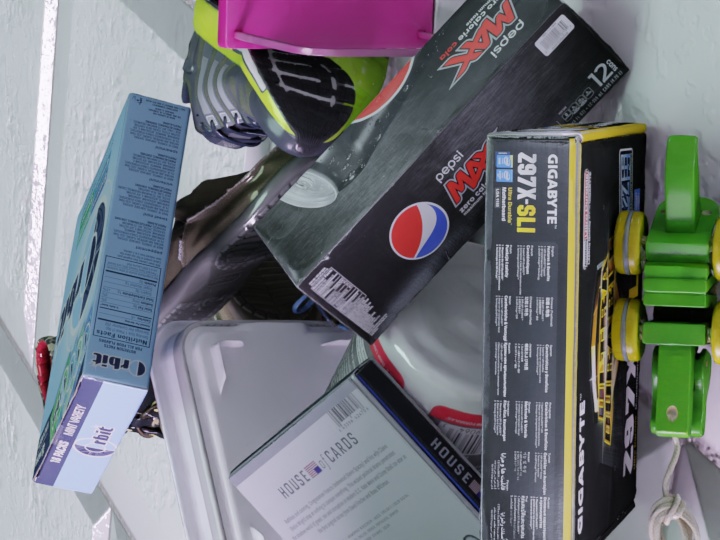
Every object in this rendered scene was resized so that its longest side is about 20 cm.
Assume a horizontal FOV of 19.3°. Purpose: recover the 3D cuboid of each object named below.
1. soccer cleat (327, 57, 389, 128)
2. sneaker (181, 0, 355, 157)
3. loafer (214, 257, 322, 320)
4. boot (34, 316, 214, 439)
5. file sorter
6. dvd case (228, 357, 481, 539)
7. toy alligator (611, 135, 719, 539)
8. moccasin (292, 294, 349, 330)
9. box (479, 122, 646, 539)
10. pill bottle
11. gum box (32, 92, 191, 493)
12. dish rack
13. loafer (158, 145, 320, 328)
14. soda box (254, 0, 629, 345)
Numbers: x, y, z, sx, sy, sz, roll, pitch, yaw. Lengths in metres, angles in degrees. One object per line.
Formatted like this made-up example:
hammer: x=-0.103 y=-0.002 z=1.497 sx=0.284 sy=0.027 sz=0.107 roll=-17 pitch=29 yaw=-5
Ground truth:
soccer cleat: x=-0.049 y=-0.138 z=1.411 sx=0.081 sy=0.067 sz=0.200 roll=-58 pitch=30 yaw=3
sneaker: x=-0.062 y=-0.107 z=1.317 sx=0.081 sy=0.074 sz=0.200 roll=-69 pitch=25 yaw=18
loafer: x=-0.060 y=0.057 z=1.462 sx=0.200 sy=0.075 sz=0.068 roll=61 pitch=139 yaw=44
boot: x=-0.150 y=0.115 z=1.574 sx=0.204 sy=0.153 sz=0.074 roll=-117 pitch=33 yaw=-43
file sorter: x=0.008 y=-0.222 z=1.207 sx=0.125 sy=0.138 sz=0.201 roll=22 pitch=112 yaw=61
dvd case: x=0.031 y=0.155 z=1.164 sx=0.200 sy=0.025 sz=0.150 roll=48 pitch=139 yaw=0
toy alligator: x=0.153 y=0.035 z=1.010 sx=0.054 sy=0.059 sz=0.201 roll=-23 pitch=-66 yaw=-70
moccasin: x=0.000 y=0.000 z=1.326 sx=0.200 sy=0.068 sz=0.081 roll=-163 pitch=72 yaw=-68
box: x=0.099 y=0.030 z=1.017 sx=0.160 sy=0.049 sz=0.201 roll=-17 pitch=-72 yaw=-73
pill bottle: x=0.033 y=0.084 z=1.209 sx=0.200 sy=0.110 sz=0.111 roll=116 pitch=143 yaw=-47
gum box: x=-0.159 y=0.017 z=1.350 sx=0.170 sy=0.044 sz=0.201 roll=125 pitch=156 yaw=-57
dish rack: x=-0.039 y=0.118 z=1.312 sx=0.043 sy=0.171 sz=0.201 roll=-32 pitch=65 yaw=44
loafer: x=-0.091 y=-0.033 z=1.388 sx=0.200 sy=0.075 sz=0.070 roll=-41 pitch=69 yaw=39
soda box: x=0.041 y=-0.063 z=1.107 sx=0.200 sy=0.063 sz=0.071 roll=-46 pitch=37 yaw=6
